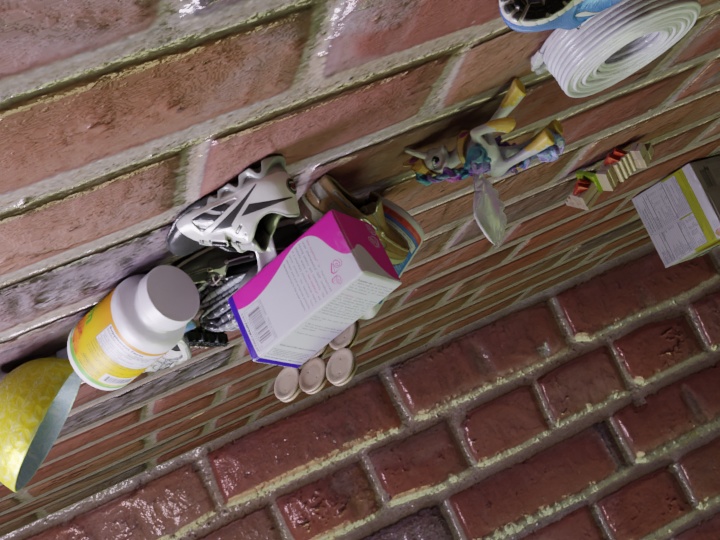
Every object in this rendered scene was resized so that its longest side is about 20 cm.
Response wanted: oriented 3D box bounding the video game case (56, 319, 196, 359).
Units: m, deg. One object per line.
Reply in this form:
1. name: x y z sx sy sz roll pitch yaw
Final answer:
1. video game case: -0.363 0.109 1.772 0.198 0.022 0.182 -26 169 -5

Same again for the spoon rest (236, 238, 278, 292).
1. spoon rest: -0.130 -0.001 1.524 0.098 0.061 0.201 -22 145 -11

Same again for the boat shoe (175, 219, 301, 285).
1. boat shoe: -0.169 -0.013 1.572 0.197 0.058 0.067 -23 168 -17

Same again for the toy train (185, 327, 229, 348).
1. toy train: -0.285 0.121 1.982 0.045 0.035 0.200 -15 172 12

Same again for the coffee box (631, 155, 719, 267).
1. coffee box: 0.851 -0.150 2.860 0.198 0.202 0.197 -13 164 -45

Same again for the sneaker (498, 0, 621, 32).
1. sneaker: 0.235 -0.302 1.170 0.197 0.080 0.089 -18 176 0

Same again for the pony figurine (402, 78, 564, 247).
1. pony figurine: 0.181 -0.154 1.560 0.198 0.169 0.192 -28 137 29

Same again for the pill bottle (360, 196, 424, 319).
1. pill bottle: 0.000 0.000 1.660 0.201 0.111 0.112 -56 177 -16

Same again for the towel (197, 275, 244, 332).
1. towel: -0.143 0.026 1.733 0.198 0.087 0.165 -30 169 16

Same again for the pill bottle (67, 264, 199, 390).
1. pill bottle: -0.304 0.074 1.520 0.110 0.112 0.199 -13 162 -48

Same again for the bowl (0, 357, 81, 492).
1. bowl: -0.495 0.205 1.625 0.203 0.106 0.200 -64 -178 4

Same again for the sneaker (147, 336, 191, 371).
1. sneaker: -0.307 0.118 1.690 0.087 0.077 0.200 -22 167 -17

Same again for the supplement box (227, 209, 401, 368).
1. supplement box: -0.061 0.027 1.471 0.199 0.102 0.103 -39 151 23

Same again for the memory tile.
1. memory tile: -0.056 0.077 1.546 0.152 0.203 0.017 -22 141 37

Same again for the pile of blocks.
1. pile of blocks: 0.481 -0.203 2.209 0.199 0.082 0.062 -36 126 0

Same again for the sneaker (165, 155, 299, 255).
1. sneaker: -0.156 -0.051 1.360 0.199 0.090 0.074 -31 169 30

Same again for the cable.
1. cable: 0.320 -0.292 1.378 0.197 0.070 0.200 -24 168 -12

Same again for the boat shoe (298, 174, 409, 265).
1. boat shoe: 0.007 -0.071 1.536 0.199 0.072 0.076 25 113 -43
